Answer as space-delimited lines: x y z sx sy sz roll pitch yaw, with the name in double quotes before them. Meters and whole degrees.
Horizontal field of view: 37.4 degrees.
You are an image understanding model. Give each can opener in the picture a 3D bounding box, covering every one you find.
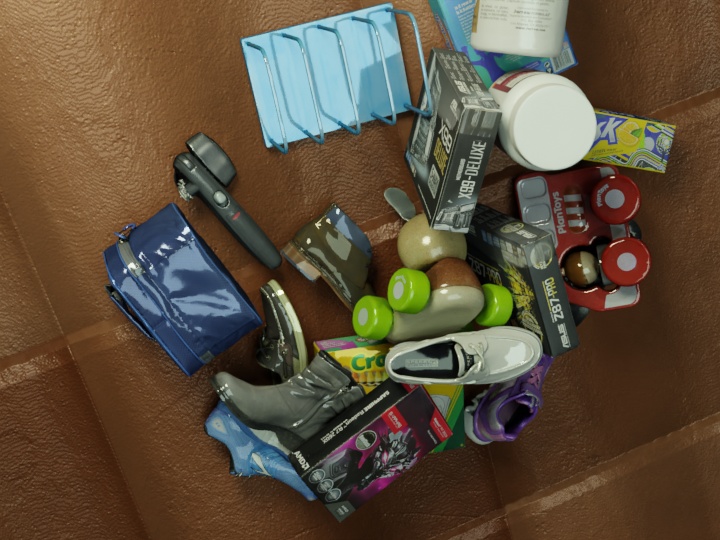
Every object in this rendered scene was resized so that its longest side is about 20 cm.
"can opener" -0.164 -0.077 1.340 0.079 0.063 0.200 -38 112 -3

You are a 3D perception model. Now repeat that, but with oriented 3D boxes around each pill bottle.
"pill bottle" 0.199 -0.364 1.286 0.114 0.114 0.201 2 104 -17
"pill bottle" 0.215 -0.183 1.289 0.113 0.200 0.115 0 104 -2

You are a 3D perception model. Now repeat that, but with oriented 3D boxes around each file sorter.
"file sorter" -0.028 -0.234 1.303 0.199 0.123 0.139 -16 109 -11

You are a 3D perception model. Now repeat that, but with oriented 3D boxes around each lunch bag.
"lunch bag" -0.231 0.022 1.310 0.132 0.136 0.200 -38 111 -3

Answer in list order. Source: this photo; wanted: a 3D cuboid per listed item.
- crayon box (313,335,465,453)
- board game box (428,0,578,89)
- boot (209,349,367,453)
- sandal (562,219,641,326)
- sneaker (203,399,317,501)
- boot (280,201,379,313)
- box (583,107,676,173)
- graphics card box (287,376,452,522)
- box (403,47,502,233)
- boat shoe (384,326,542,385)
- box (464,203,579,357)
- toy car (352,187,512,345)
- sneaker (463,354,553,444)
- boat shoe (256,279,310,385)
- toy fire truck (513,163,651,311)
"crayon box" 0.042 0.173 1.475 0.199 0.058 0.174 -8 108 -14
"board game box" 0.178 -0.328 1.376 0.152 0.045 0.201 -27 112 -6
"boot" -0.090 0.147 1.363 0.132 0.070 0.200 -46 133 6
"sandal" 0.321 0.003 1.502 0.076 0.043 0.200 38 86 -8
"sneaker" -0.131 0.248 1.448 0.089 0.079 0.200 -42 107 11
"boot" 0.000 0.000 1.405 0.200 0.075 0.097 38 96 -20
"box" 0.322 -0.185 1.450 0.199 0.064 0.070 7 103 -17
"graphics card box" 0.015 0.229 1.406 0.200 0.051 0.126 -36 133 -4
"box" 0.109 -0.163 1.301 0.049 0.200 0.158 6 121 -12
"boat shoe" 0.129 0.108 1.323 0.199 0.066 0.072 -2 90 3
"box" 0.203 0.009 1.398 0.049 0.200 0.162 -21 111 -14
"toy car" 0.083 -0.013 1.385 0.164 0.158 0.201 11 58 -33
"sneaker" 0.229 0.163 1.500 0.080 0.088 0.201 38 78 -20
"boat shoe" -0.105 0.111 1.407 0.065 0.073 0.201 -20 110 -15
"toy fire truck" 0.303 -0.043 1.444 0.167 0.112 0.201 -9 91 16
